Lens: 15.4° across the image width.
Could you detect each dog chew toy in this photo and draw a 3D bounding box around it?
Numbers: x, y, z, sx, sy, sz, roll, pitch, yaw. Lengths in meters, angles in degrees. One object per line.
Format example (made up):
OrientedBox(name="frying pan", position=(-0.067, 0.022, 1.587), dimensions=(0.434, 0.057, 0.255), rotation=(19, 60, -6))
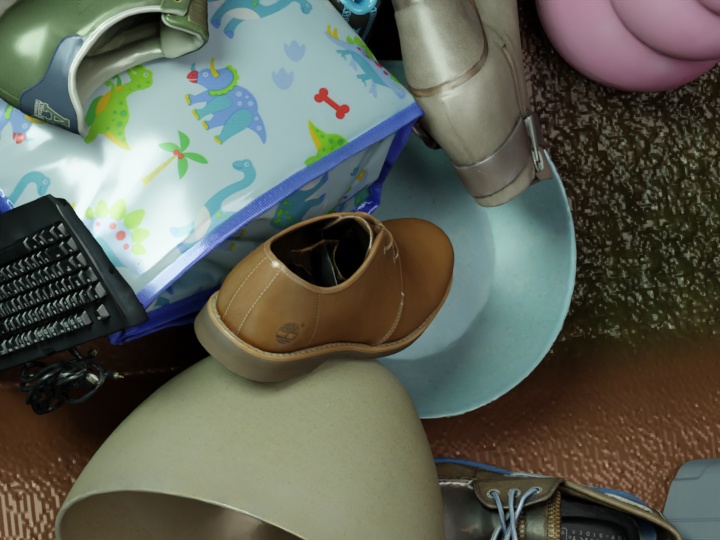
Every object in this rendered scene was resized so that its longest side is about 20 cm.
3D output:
OrientedBox(name="dog chew toy", position=(0.179, -0.167, 1.467), dimensions=(0.124, 0.200, 0.125), rotation=(2, 84, -23))

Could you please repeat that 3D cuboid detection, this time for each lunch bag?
OrientedBox(name="lunch bag", position=(-0.100, -0.070, 1.352), dimensions=(0.200, 0.128, 0.170), rotation=(-32, 73, -32))

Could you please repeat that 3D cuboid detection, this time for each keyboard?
OrientedBox(name="keyboard", position=(-0.166, 0.027, 1.297), dimensions=(0.040, 0.200, 0.104), rotation=(-42, 101, -27))

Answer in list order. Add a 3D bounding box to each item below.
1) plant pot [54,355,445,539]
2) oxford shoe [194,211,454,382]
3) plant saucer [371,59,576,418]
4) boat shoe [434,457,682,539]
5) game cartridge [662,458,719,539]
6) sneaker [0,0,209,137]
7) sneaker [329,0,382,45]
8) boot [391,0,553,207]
OrientedBox(name="plant pot", position=(-0.039, 0.110, 1.362), dimensions=(0.200, 0.200, 0.135), rotation=(32, 59, -18))
OrientedBox(name="oxford shoe", position=(0.000, 0.000, 1.338), dimensions=(0.071, 0.071, 0.200), rotation=(41, 28, 15))
OrientedBox(name="plant saucer", position=(0.020, -0.014, 1.463), dimensions=(0.200, 0.039, 0.202), rotation=(5, 76, -20))
OrientedBox(name="boat shoe", position=(0.086, 0.139, 1.468), dimensions=(0.199, 0.072, 0.072), rotation=(2, 84, -24))
OrientedBox(name="game cartridge", position=(0.194, 0.199, 1.478), dimensions=(0.041, 0.133, 0.201), rotation=(21, 77, -21))
OrientedBox(name="sneaker", position=(-0.098, -0.143, 1.291), dimensions=(0.200, 0.067, 0.090), rotation=(-42, 72, -15))
OrientedBox(name="sneaker", position=(-0.026, -0.212, 1.438), dimensions=(0.073, 0.082, 0.201), rotation=(-14, 80, -19))
OrientedBox(name="boot", position=(0.065, -0.113, 1.441), dimensions=(0.147, 0.070, 0.200), rotation=(67, 23, -7))
